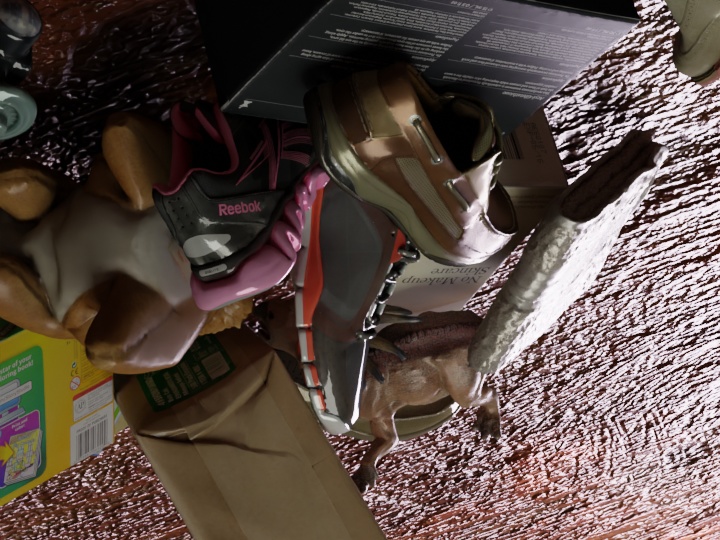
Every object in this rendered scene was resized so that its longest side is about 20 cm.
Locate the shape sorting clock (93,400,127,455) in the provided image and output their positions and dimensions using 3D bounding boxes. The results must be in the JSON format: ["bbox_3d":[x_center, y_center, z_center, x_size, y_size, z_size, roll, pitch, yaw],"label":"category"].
[{"bbox_3d":[-0.215,0.061,1.584,0.199,0.039,0.201,-17,135,-18],"label":"shape sorting clock"}]

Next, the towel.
[{"bbox_3d":[0.138,-0.015,1.533,0.200,0.034,0.133,-39,159,-58],"label":"towel"}]

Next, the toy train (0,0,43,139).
[{"bbox_3d":[-0.252,-0.088,1.265,0.113,0.086,0.200,17,140,-33],"label":"toy train"}]

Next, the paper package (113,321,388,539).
[{"bbox_3d":[-0.071,0.133,1.519,0.103,0.191,0.200,-32,-167,-6],"label":"paper package"}]

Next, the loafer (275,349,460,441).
[{"bbox_3d":[-0.004,0.082,1.737,0.199,0.077,0.067,-1,157,-28],"label":"loafer"}]

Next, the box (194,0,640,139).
[{"bbox_3d":[0.031,-0.143,1.314,0.199,0.079,0.141,5,146,-38],"label":"box"}]

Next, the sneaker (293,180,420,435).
[{"bbox_3d":[0.000,0.000,1.441,0.081,0.202,0.077,-2,-174,-1],"label":"sneaker"}]

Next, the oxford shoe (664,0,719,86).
[{"bbox_3d":[0.200,-0.176,1.382,0.073,0.071,0.200,11,152,2],"label":"oxford shoe"}]

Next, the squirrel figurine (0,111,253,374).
[{"bbox_3d":[-0.169,-0.006,1.381,0.185,0.143,0.200,-4,175,28],"label":"squirrel figurine"}]

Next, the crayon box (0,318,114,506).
[{"bbox_3d":[-0.238,0.084,1.447,0.200,0.058,0.120,-29,131,-43],"label":"crayon box"}]

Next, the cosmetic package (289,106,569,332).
[{"bbox_3d":[0.040,-0.031,1.548,0.103,0.074,0.200,-1,149,-28],"label":"cosmetic package"}]

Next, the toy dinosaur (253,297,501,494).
[{"bbox_3d":[0.037,0.055,1.544,0.199,0.086,0.136,-17,138,-20],"label":"toy dinosaur"}]

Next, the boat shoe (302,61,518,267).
[{"bbox_3d":[0.045,-0.060,1.321,0.074,0.076,0.200,-28,154,19],"label":"boat shoe"}]

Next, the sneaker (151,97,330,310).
[{"bbox_3d":[-0.065,-0.070,1.324,0.079,0.201,0.096,-24,117,28],"label":"sneaker"}]
